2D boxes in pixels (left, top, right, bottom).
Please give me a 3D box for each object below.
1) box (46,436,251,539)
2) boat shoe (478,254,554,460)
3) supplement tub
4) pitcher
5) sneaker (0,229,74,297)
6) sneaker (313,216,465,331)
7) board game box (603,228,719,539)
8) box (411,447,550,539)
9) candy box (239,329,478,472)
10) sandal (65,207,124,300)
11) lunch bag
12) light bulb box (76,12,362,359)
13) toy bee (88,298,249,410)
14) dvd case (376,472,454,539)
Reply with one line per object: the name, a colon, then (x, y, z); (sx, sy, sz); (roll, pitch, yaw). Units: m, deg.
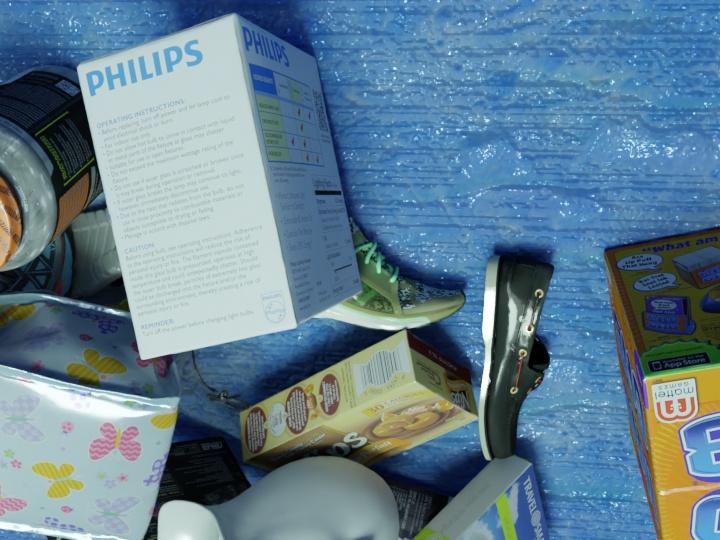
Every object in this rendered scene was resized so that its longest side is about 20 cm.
box: (-0.181, 0.236, 0.811); (0.197, 0.161, 0.044); (1, 128, -44)
boat shoe: (0.140, 0.086, 0.797); (0.061, 0.074, 0.206); (6, 113, 13)
supplement tub: (-0.278, -0.081, 0.704); (0.119, 0.201, 0.125); (3, 117, 6)
pitcher: (-0.048, 0.232, 0.739); (0.170, 0.197, 0.125); (11, 99, 49)
sneaker: (-0.321, 0.030, 0.748); (0.078, 0.203, 0.096); (18, 159, 22)
sneaker: (0.000, 0.000, 0.784); (0.195, 0.077, 0.091); (7, 100, -1)
board game box: (0.319, 0.098, 0.706); (0.195, 0.201, 0.204); (-10, 115, 12)
box: (0.113, 0.268, 0.830); (0.047, 0.199, 0.124); (12, 128, 47)
candy box: (-0.003, 0.135, 0.816); (0.197, 0.056, 0.115); (-28, 141, 26)
sandal: (-0.226, -0.018, 0.809); (0.199, 0.084, 0.050); (-18, 156, 23)
lunch bag: (-0.252, 0.114, 0.715); (0.195, 0.128, 0.173); (12, 118, -14)
light bulb box: (-0.093, -0.060, 0.661); (0.122, 0.198, 0.205); (-12, 92, 13)
toy bee: (-0.200, 0.058, 0.824); (0.196, 0.111, 0.130); (18, 160, -25)
dvd case: (-0.002, 0.279, 0.886); (0.195, 0.152, 0.016); (17, 158, 0)
